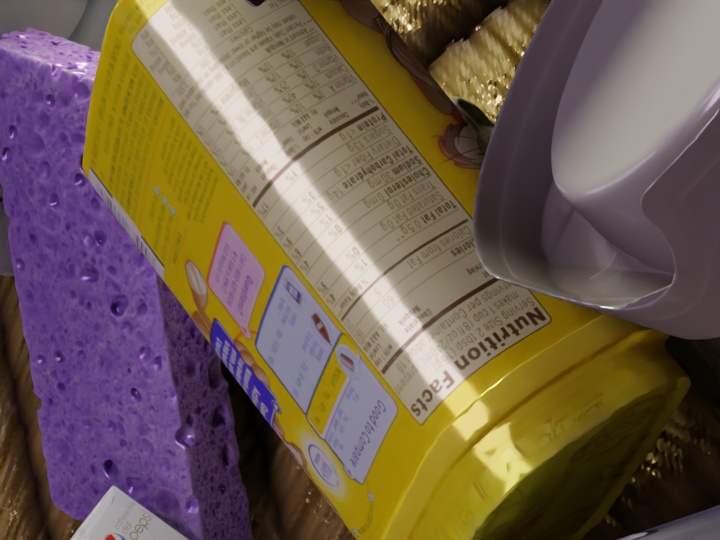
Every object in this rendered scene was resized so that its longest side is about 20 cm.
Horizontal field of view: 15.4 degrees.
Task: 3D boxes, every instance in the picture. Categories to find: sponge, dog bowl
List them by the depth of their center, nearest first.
[{"bbox_3d":[0.110,-0.070,0.722,0.200,0.059,0.200,-54,16,22],"label":"dog bowl"},{"bbox_3d":[-0.095,0.012,1.023,0.111,0.030,0.201,18,121,51],"label":"sponge"}]

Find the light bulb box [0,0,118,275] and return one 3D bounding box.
[{"bbox_3d":[-0.202,-0.106,1.087,0.125,0.198,0.201,12,97,48],"label":"light bulb box"}]

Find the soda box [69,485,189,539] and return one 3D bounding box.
[{"bbox_3d":[-0.123,0.176,1.036,0.068,0.064,0.200,36,129,-1],"label":"soda box"}]

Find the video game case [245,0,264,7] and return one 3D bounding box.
[{"bbox_3d":[0.008,-0.199,0.818,0.200,0.036,0.181,-36,48,7],"label":"video game case"}]

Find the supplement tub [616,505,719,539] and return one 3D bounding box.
[{"bbox_3d":[0.058,0.142,0.727,0.123,0.200,0.123,43,142,48],"label":"supplement tub"}]

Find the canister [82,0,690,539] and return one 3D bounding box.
[{"bbox_3d":[0.000,0.000,0.844,0.200,0.086,0.149,52,154,17],"label":"canister"}]

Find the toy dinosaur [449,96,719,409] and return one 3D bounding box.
[{"bbox_3d":[0.098,-0.006,0.836,0.200,0.047,0.088,51,126,33],"label":"toy dinosaur"}]
